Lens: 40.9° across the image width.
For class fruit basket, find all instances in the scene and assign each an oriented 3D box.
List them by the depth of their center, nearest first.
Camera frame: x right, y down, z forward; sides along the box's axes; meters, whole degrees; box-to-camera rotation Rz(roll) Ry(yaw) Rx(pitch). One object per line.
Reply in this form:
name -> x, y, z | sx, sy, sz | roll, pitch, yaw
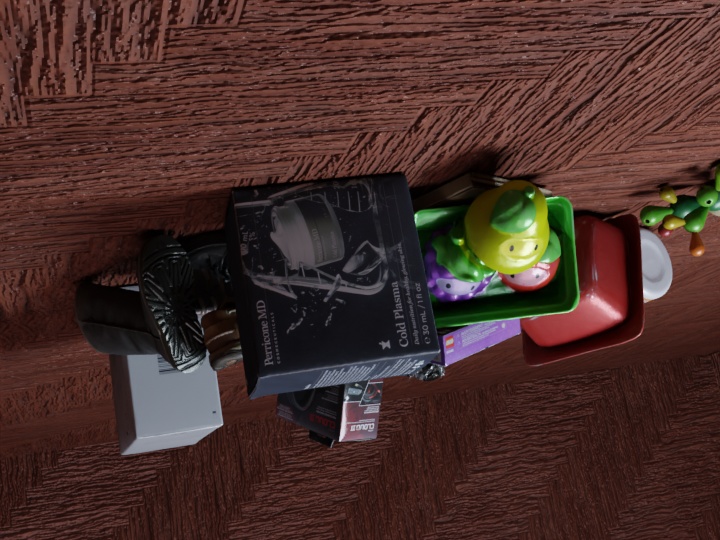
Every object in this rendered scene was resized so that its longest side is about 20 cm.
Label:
fruit basket -> 0.158, -0.020, 1.093 | 0.212, 0.158, 0.216 | -6, -176, 0

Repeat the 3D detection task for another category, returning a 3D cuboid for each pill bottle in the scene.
pill bottle -> 0.384, 0.014, 1.529 | 0.111, 0.114, 0.199 | -1, 164, -34

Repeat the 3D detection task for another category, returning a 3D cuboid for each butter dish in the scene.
butter dish -> 0.277, 0.004, 1.337 | 0.198, 0.203, 0.147 | -21, 140, 39

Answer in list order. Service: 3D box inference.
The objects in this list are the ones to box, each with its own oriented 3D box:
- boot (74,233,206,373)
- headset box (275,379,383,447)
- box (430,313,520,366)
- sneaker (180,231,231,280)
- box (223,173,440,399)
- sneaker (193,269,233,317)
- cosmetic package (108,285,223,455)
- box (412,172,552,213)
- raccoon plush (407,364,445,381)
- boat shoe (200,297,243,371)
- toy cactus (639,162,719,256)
boot -> -0.277, 0.033, 1.165 | 0.072, 0.185, 0.198 | -22, -156, -38
headset box -> -0.041, 0.139, 1.334 | 0.074, 0.204, 0.147 | 3, -174, -41
box -> 0.080, 0.065, 1.198 | 0.136, 0.040, 0.198 | -18, -164, -39
sneaker -> -0.117, 0.005, 1.134 | 0.196, 0.106, 0.060 | -10, 166, -2
box -> -0.036, 0.017, 1.040 | 0.193, 0.203, 0.124 | -7, 165, -13
sneaker -> -0.184, 0.048, 1.265 | 0.197, 0.076, 0.116 | -6, 148, -20
cosmetic package -> -0.282, 0.140, 1.354 | 0.121, 0.203, 0.200 | -5, 165, -20
box -> 0.113, -0.067, 1.188 | 0.162, 0.022, 0.199 | 4, 160, -45
raccoon plush -> 0.080, 0.081, 1.448 | 0.197, 0.097, 0.135 | 16, 127, -8
boat shoe -> -0.139, 0.064, 1.171 | 0.075, 0.075, 0.200 | -26, 179, 9
toy cactus -> 0.474, -0.088, 1.261 | 0.198, 0.104, 0.164 | -27, 170, 27
